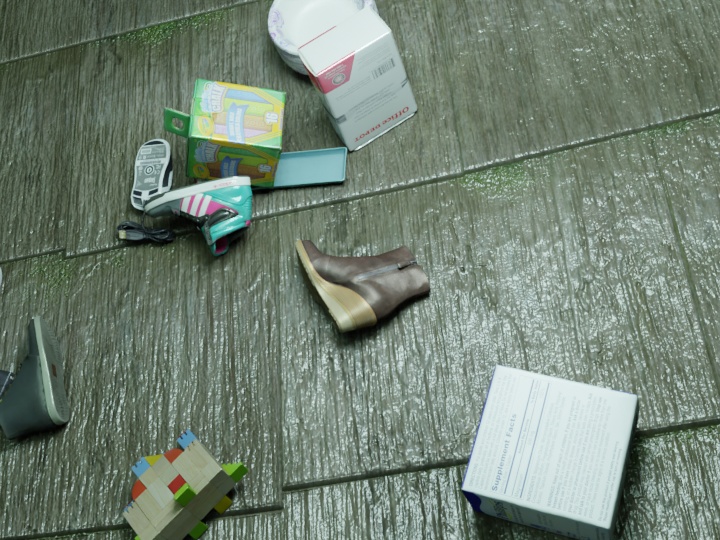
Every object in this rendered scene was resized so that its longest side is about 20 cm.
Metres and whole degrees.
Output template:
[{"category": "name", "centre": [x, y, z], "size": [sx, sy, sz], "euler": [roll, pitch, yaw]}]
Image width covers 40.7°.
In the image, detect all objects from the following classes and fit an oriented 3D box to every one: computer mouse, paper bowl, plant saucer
[{"category": "computer mouse", "centre": [-0.372, -0.141, 1.744], "size": [0.109, 0.044, 0.202], "euler": [-2, 68, 20]}, {"category": "paper bowl", "centre": [-0.063, -0.444, 1.781], "size": [0.199, 0.105, 0.202], "euler": [-6, 61, 12]}, {"category": "plant saucer", "centre": [-0.119, -0.175, 1.703], "size": [0.198, 0.019, 0.070], "euler": [-3, 62, 13]}]

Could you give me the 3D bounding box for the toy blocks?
[{"category": "toy blocks", "centre": [-0.285, 0.322, 1.449], "size": [0.200, 0.100, 0.136], "euler": [-45, 48, -11]}]

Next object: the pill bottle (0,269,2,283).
[{"category": "pill bottle", "centre": [-0.748, -0.015, 1.741], "size": [0.199, 0.112, 0.112], "euler": [29, 73, 27]}]

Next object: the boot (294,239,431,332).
[{"category": "boot", "centre": [0.000, 0.000, 1.560], "size": [0.166, 0.073, 0.200], "euler": [-26, 57, -13]}]

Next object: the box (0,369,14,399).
[{"category": "box", "centre": [-0.689, 0.225, 1.640], "size": [0.198, 0.036, 0.144], "euler": [7, 65, 18]}]

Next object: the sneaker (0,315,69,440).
[{"category": "sneaker", "centre": [-0.553, 0.175, 1.604], "size": [0.106, 0.075, 0.201], "euler": [-20, 60, 2]}]

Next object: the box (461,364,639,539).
[{"category": "box", "centre": [0.259, 0.249, 1.315], "size": [0.199, 0.105, 0.185], "euler": [11, 66, 20]}]

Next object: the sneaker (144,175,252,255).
[{"category": "sneaker", "centre": [-0.268, -0.083, 1.648], "size": [0.199, 0.084, 0.122], "euler": [-11, 89, 20]}]

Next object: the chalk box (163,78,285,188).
[{"category": "chalk box", "centre": [-0.234, -0.234, 1.645], "size": [0.198, 0.125, 0.125], "euler": [6, 62, -9]}]

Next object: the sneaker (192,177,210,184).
[{"category": "sneaker", "centre": [-0.261, -0.218, 1.732], "size": [0.081, 0.078, 0.201], "euler": [-5, 63, 7]}]

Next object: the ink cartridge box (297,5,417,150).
[{"category": "ink cartridge box", "centre": [-0.002, -0.320, 1.641], "size": [0.146, 0.200, 0.083], "euler": [-32, 55, -3]}]
